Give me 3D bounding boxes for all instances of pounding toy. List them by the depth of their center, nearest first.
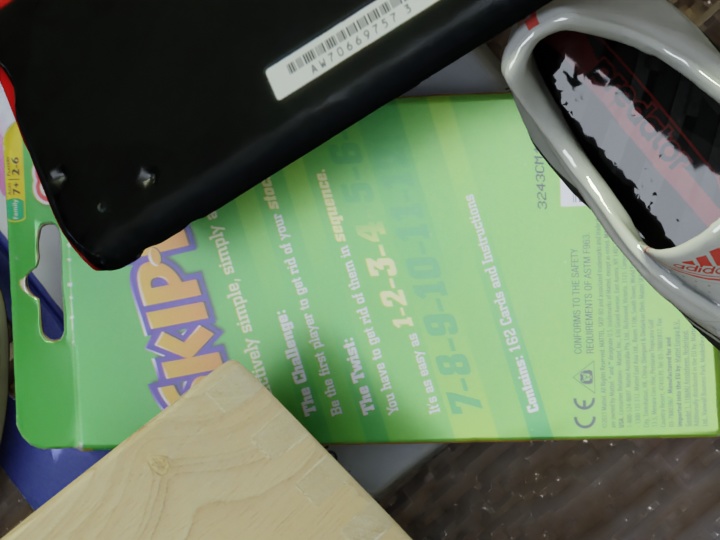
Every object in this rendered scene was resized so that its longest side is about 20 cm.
[{"bbox_3d":[-0.040,0.130,0.752,0.142,0.200,0.184,46,146,8],"label":"pounding toy"}]

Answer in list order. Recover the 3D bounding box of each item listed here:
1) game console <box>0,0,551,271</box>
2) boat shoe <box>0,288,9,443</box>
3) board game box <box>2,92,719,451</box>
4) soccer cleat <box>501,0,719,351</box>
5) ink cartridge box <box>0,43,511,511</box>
[{"bbox_3d":[-0.023,-0.120,0.735,0.200,0.031,0.177,-31,72,21],"label":"game console"},{"bbox_3d":[-0.166,0.078,0.853,0.073,0.063,0.201,33,106,14],"label":"boat shoe"},{"bbox_3d":[0.000,0.000,0.798,0.199,0.030,0.096,-2,93,9],"label":"board game box"},{"bbox_3d":[0.110,0.003,0.719,0.200,0.085,0.069,46,104,7],"label":"soccer cleat"},{"bbox_3d":[-0.049,-0.014,0.844,0.200,0.043,0.197,-40,83,10],"label":"ink cartridge box"}]
